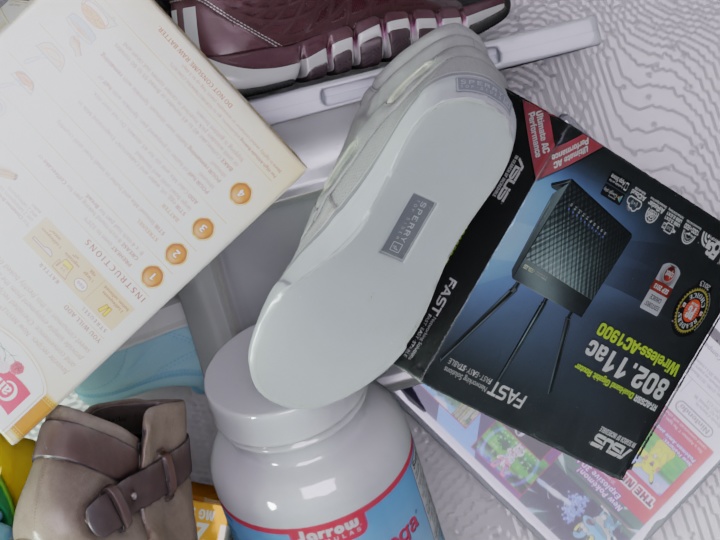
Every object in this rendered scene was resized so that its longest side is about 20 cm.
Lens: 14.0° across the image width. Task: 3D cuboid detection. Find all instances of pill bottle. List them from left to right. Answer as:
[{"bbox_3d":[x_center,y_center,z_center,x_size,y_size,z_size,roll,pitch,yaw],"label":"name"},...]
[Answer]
[{"bbox_3d":[-0.017,0.125,1.555,0.108,0.109,0.201,-17,126,2],"label":"pill bottle"}]

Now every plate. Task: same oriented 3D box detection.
[{"bbox_3d":[0.000,0.000,1.552,0.199,0.032,0.200,-15,130,2],"label":"plate"}]

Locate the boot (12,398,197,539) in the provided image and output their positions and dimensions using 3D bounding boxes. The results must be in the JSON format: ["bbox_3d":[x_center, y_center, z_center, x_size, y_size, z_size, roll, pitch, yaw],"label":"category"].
[{"bbox_3d":[-0.105,0.139,1.504,0.070,0.200,0.147,1,86,28],"label":"boot"}]

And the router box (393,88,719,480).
[{"bbox_3d":[0.104,0.010,1.533,0.062,0.200,0.150,33,94,42],"label":"router box"}]

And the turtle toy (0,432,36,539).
[{"bbox_3d":[-0.241,0.161,1.484,0.145,0.101,0.200,7,128,-23],"label":"turtle toy"}]

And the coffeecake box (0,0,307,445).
[{"bbox_3d":[-0.153,-0.042,1.440,0.200,0.073,0.154,-43,105,0],"label":"coffeecake box"}]

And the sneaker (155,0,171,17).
[{"bbox_3d":[-0.071,-0.172,1.598,0.079,0.095,0.200,37,79,-27],"label":"sneaker"}]

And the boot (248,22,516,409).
[{"bbox_3d":[0.010,-0.028,1.454,0.073,0.096,0.200,30,113,-18],"label":"boot"}]

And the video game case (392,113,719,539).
[{"bbox_3d":[0.122,0.046,1.636,0.200,0.023,0.182,44,92,-1],"label":"video game case"}]

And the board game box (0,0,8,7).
[{"bbox_3d":[-0.167,-0.127,1.600,0.200,0.035,0.126,36,59,0],"label":"board game box"}]

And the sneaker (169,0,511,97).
[{"bbox_3d":[-0.014,-0.162,1.535,0.199,0.076,0.116,-17,97,-30],"label":"sneaker"}]

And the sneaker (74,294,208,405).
[{"bbox_3d":[-0.075,0.023,1.627,0.199,0.074,0.082,-13,133,-9],"label":"sneaker"}]

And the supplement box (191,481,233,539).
[{"bbox_3d":[-0.145,0.211,1.621,0.125,0.074,0.201,10,92,1],"label":"supplement box"}]

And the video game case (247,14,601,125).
[{"bbox_3d":[0.026,-0.104,1.572,0.199,0.143,0.018,-14,93,1],"label":"video game case"}]
